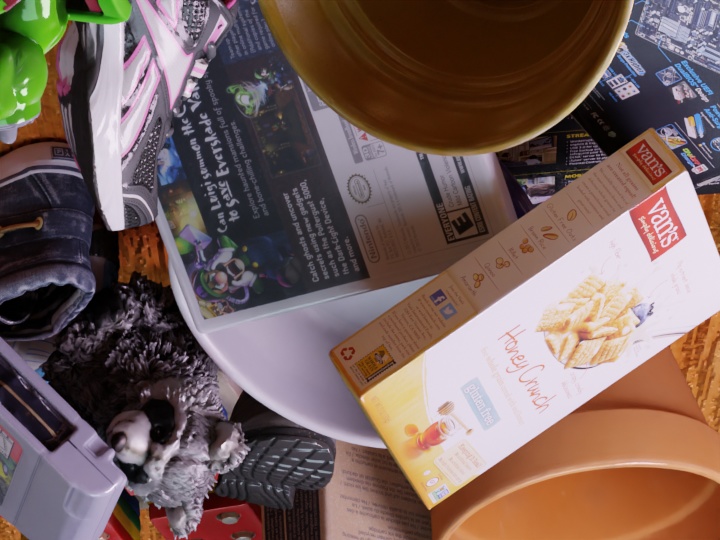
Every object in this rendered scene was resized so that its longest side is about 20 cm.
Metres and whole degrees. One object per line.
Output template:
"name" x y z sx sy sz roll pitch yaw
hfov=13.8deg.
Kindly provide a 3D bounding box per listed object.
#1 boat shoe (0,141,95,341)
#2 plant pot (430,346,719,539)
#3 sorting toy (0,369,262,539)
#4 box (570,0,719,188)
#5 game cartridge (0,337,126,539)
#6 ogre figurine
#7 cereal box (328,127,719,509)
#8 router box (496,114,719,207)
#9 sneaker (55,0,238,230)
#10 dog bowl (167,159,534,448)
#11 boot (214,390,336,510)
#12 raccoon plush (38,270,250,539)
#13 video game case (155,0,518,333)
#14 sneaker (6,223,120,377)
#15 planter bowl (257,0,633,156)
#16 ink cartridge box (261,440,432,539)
"boat shoe" -0.225 0.006 1.696 0.071 0.091 0.200 19 144 -39
"plant pot" 0.137 0.109 1.896 0.199 0.141 0.200 -6 150 -3
"sorting toy" -0.162 0.137 1.986 0.197 0.070 0.200 -10 153 9
"box" 0.156 -0.134 1.466 0.158 0.046 0.200 -24 126 31
"game cartridge" -0.218 0.075 1.674 0.041 0.200 0.133 -43 172 -22
"ogre figurine" -0.159 -0.140 1.307 0.097 0.201 0.120 -11 154 11
"cereal box" 0.091 0.028 1.517 0.199 0.040 0.144 -34 148 -1
"router box" 0.144 -0.093 1.610 0.199 0.051 0.149 -5 151 0
"sneaker" -0.100 -0.110 1.451 0.086 0.080 0.201 -8 127 -15
"dog bowl" 0.000 0.000 1.622 0.199 0.079 0.201 16 137 15
"boot" -0.047 0.065 1.779 0.067 0.131 0.200 13 167 -7
"raccoon plush" -0.085 0.067 1.703 0.200 0.134 0.097 -26 148 -44
"video game case" -0.032 -0.080 1.501 0.181 0.023 0.201 -14 109 17
"sneaker" -0.207 0.029 1.772 0.086 0.075 0.200 19 143 -21
"planter bowl" 0.052 -0.160 1.382 0.200 0.201 0.083 -23 -177 32
"ink cartridge box" 0.030 0.161 1.960 0.199 0.166 0.075 19 148 -37
